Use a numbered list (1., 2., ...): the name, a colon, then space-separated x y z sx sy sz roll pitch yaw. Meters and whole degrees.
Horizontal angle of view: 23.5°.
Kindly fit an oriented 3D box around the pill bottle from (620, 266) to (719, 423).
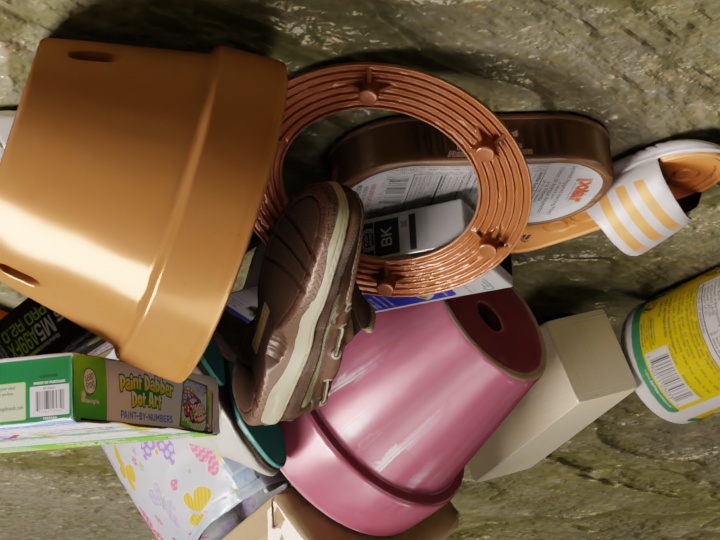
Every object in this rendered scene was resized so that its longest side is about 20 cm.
1. pill bottle: 0.322 0.045 1.415 0.113 0.113 0.200 14 149 -39

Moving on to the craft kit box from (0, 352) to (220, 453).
1. craft kit box: -0.219 0.088 1.089 0.200 0.049 0.198 -6 168 18

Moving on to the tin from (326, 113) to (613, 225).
1. tin: 0.077 -0.066 1.195 0.200 0.042 0.112 -2 161 -10

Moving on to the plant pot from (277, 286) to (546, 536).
1. plant pot: 0.039 0.079 1.354 0.200 0.200 0.179 19 131 -44

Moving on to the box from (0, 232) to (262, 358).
1. box: -0.186 0.026 1.230 0.200 0.044 0.160 -33 176 43

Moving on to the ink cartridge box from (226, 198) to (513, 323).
1. ink cartridge box: 0.000 0.000 1.243 0.200 0.039 0.099 -13 157 21

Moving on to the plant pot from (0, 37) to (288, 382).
1. plant pot: -0.141 -0.048 1.011 0.140 0.200 0.200 17 151 -12

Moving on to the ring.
1. ring: 0.012 -0.051 1.127 0.200 0.019 0.201 6 134 7

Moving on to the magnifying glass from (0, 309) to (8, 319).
1. magnifying glass: -0.310 0.029 1.339 0.080 0.022 0.200 -19 152 26

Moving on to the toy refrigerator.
1. toy refrigerator: 0.156 0.111 1.505 0.070 0.076 0.200 -11 159 -28

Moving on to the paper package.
1. paper package: -0.047 0.245 1.424 0.191 0.103 0.200 -43 169 28

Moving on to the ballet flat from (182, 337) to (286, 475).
1. ballet flat: -0.116 0.086 1.232 0.069 0.069 0.200 -13 140 15

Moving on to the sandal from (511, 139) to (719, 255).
1. sandal: 0.184 -0.034 1.265 0.207 0.059 0.079 -23 152 34

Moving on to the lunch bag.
1. lunch bag: -0.133 0.137 1.415 0.127 0.170 0.200 -30 165 -20

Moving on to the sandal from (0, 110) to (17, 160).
1. sandal: -0.267 -0.020 1.099 0.082 0.203 0.050 40 -179 -8

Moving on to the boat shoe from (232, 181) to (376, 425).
1. boat shoe: -0.026 0.020 1.155 0.075 0.075 0.202 -1 137 -26
